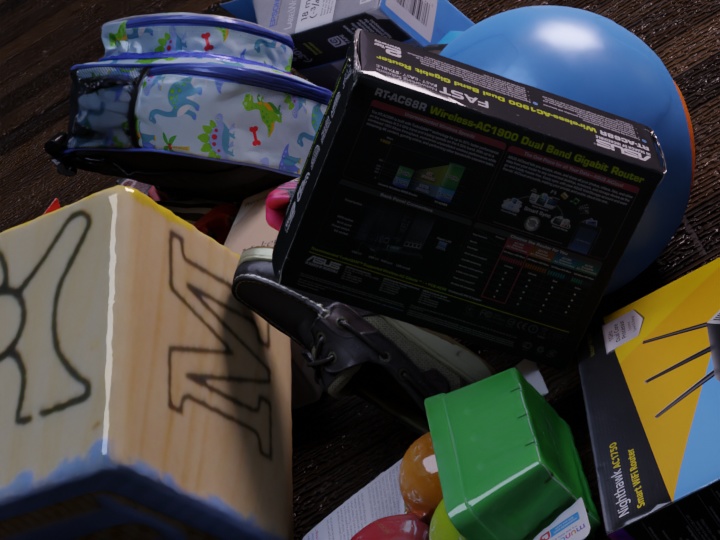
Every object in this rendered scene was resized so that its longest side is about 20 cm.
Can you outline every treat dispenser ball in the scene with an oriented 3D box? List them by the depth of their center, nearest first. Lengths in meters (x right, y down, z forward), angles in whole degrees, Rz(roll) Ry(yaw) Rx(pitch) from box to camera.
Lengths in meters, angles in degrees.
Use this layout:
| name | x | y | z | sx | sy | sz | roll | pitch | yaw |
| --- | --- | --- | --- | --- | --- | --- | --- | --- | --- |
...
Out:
| name | x | y | z | sx | sy | sz | roll | pitch | yaw |
| --- | --- | --- | --- | --- | --- | --- | --- | --- | --- |
| treat dispenser ball | 0.125 | -0.076 | 1.307 | 0.200 | 0.201 | 0.201 | -27 | 28 | 15 |

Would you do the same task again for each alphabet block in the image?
| name | x | y | z | sx | sy | sz | roll | pitch | yaw |
| --- | --- | --- | --- | --- | --- | --- | --- | --- | --- |
| alphabet block | -0.172 | 0.091 | 1.311 | 0.194 | 0.196 | 0.202 | -17 | 58 | 28 |

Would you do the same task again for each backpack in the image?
| name | x | y | z | sx | sy | sz | roll | pitch | yaw |
| --- | --- | --- | --- | --- | --- | --- | --- | --- | --- |
| backpack | -0.125 | -0.135 | 1.613 | 0.199 | 0.182 | 0.148 | 7 | 89 | 37 |

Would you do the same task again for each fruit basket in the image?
| name | x | y | z | sx | sy | sz | roll | pitch | yaw |
| --- | --- | --- | --- | --- | --- | --- | --- | --- | --- |
| fruit basket | 0.047 | 0.162 | 1.165 | 0.200 | 0.094 | 0.186 | -44 | 23 | 16 |

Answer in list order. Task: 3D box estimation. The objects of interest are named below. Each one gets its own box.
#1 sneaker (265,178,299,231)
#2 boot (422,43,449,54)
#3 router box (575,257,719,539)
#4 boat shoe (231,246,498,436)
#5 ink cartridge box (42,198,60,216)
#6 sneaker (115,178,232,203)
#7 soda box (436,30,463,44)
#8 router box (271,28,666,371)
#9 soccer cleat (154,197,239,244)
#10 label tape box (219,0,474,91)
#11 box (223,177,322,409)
| name | x | y | z | sx | sy | sz | roll | pitch | yaw |
| --- | --- | --- | --- | --- | --- | --- | --- | --- | --- |
| sneaker | 0.000 | 0.000 | 1.410 | 0.074 | 0.081 | 0.200 | -9 | 36 | -29 |
| boot | 0.046 | -0.077 | 1.483 | 0.200 | 0.069 | 0.176 | 176 | 104 | -77 |
| router box | 0.207 | 0.074 | 1.133 | 0.148 | 0.051 | 0.201 | -29 | 27 | 16 |
| boat shoe | -0.002 | 0.054 | 1.285 | 0.066 | 0.200 | 0.072 | -59 | -6 | -29 |
| ink cartridge box | -0.222 | 0.074 | 1.462 | 0.050 | 0.201 | 0.161 | 11 | 47 | 25 |
| sneaker | -0.209 | -0.039 | 1.771 | 0.200 | 0.071 | 0.098 | -38 | 27 | -10 |
| soda box | 0.125 | -0.145 | 1.566 | 0.064 | 0.068 | 0.199 | -45 | 28 | -19 |
| router box | 0.062 | -0.040 | 1.171 | 0.062 | 0.198 | 0.151 | -92 | 22 | -58 |
| soccer cleat | -0.189 | -0.020 | 1.656 | 0.199 | 0.069 | 0.085 | -20 | 30 | -35 |
| label tape box | -0.012 | -0.197 | 1.713 | 0.199 | 0.144 | 0.064 | -11 | 59 | 39 |
| box | -0.062 | 0.019 | 1.502 | 0.094 | 0.078 | 0.201 | -20 | 31 | 27 |
